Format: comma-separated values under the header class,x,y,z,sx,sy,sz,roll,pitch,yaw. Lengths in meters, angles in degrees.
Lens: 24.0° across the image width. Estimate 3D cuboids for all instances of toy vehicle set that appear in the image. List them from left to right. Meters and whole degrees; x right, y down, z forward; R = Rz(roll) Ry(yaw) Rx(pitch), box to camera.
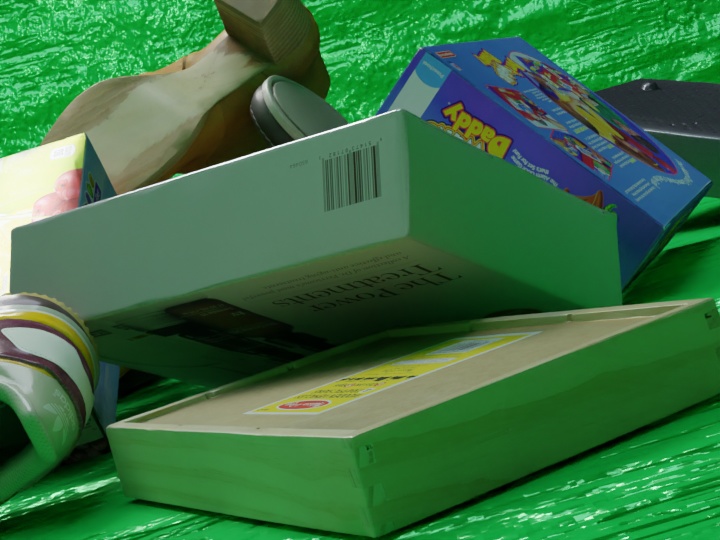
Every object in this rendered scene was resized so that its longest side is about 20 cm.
class,x,y,z,sx,sy,sz,roll,pitch,yaw
toy vehicle set,0.008,0.044,0.536,0.123,0.027,0.200,-18,4,-26

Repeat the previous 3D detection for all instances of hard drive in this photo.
class,x,y,z,sx,sy,sz,roll,pitch,yaw
hard drive,0.214,-0.079,1.003,0.199,0.043,0.134,13,23,43

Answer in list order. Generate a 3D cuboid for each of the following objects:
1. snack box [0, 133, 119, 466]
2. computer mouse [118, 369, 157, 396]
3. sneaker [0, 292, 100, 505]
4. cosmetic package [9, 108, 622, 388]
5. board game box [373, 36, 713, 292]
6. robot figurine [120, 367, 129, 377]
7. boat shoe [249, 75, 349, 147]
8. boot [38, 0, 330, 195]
class,x,y,z,sx,sy,sz,roll,pitch,yaw
snack box,-0.212,0.032,0.788,0.198,0.068,0.169,-17,37,8
computer mouse,-0.174,0.054,1.028,0.139,0.046,0.200,-12,5,32
sneaker,-0.192,0.073,0.619,0.199,0.075,0.090,-26,19,8
cosmetic package,-0.018,0.002,0.673,0.199,0.052,0.150,-14,-19,36
board game box,0.096,-0.055,0.825,0.045,0.134,0.200,-55,-10,17
robot figurine,-0.162,0.022,0.915,0.144,0.059,0.200,1,24,22
boat shoe,-0.007,-0.041,0.953,0.057,0.067,0.200,-35,-37,19
boot,-0.091,-0.068,0.942,0.201,0.071,0.144,-47,-23,-12
